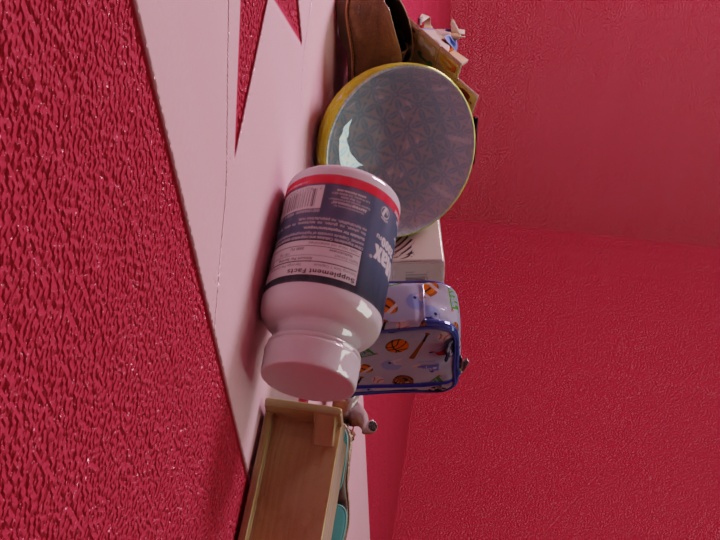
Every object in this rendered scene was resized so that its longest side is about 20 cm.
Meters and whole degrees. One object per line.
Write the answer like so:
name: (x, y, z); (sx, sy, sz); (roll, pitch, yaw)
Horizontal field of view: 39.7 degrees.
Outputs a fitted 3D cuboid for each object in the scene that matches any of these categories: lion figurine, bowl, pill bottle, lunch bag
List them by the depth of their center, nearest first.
pill bottle: (-0.032, 0.014, 0.948); (0.120, 0.118, 0.203); (83, 16, -61)
lunch bag: (0.023, 0.085, 1.118); (0.161, 0.197, 0.076); (86, 4, -52)
bowl: (0.025, -0.149, 1.170); (0.107, 0.197, 0.203); (33, -57, 57)
lion figurine: (-0.012, 0.158, 1.413); (0.122, 0.072, 0.202); (-37, -148, 61)

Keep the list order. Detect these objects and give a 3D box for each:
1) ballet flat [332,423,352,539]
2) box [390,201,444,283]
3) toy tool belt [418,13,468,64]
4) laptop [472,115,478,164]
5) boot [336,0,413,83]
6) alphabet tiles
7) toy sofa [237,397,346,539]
ballet flat: (-0.045, 0.297, 1.302); (0.065, 0.069, 0.203); (136, -34, -79)
box: (0.063, -0.054, 1.245); (0.202, 0.067, 0.083); (-93, -179, -46)
toy tool belt: (0.178, -0.483, 2.166); (0.201, 0.121, 0.127); (-72, 167, -59)
laptop: (0.071, -0.165, 1.378); (0.201, 0.174, 0.105); (-72, 166, -60)
boot: (0.029, -0.242, 1.203); (0.074, 0.075, 0.202); (-50, 139, -37)
alphabet tiles: (0.065, -0.258, 1.246); (0.006, 0.200, 0.167); (-45, 171, -14)
toy sofa: (-0.069, 0.236, 0.975); (0.098, 0.081, 0.202); (86, 12, -60)
